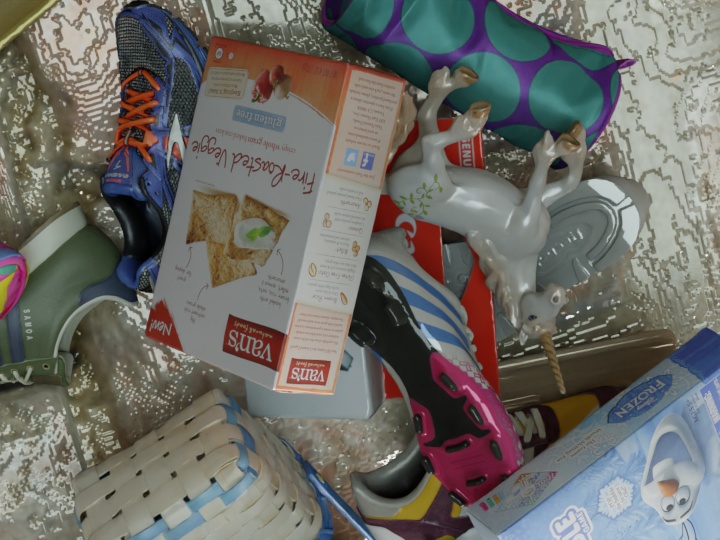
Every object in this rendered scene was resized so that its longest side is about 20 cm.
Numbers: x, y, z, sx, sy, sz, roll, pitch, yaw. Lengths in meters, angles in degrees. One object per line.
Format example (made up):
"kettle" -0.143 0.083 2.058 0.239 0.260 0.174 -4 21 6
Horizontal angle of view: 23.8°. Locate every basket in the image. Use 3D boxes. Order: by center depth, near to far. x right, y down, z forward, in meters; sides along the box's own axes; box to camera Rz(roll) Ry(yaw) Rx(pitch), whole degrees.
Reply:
"basket" -0.088 0.190 1.167 0.176 0.139 0.201 -31 121 1

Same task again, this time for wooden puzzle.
"wooden puzzle" 0.145 0.146 1.225 0.183 0.046 0.202 -11 107 -3

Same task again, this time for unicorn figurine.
"unicorn figurine" 0.086 -0.040 1.095 0.199 0.074 0.138 32 118 6

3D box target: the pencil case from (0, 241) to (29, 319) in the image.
"pencil case" -0.304 -0.033 1.092 0.200 0.088 0.089 41 96 13

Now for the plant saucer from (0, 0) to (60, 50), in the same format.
"plant saucer" -0.290 -0.227 1.104 0.200 0.048 0.200 -38 102 3

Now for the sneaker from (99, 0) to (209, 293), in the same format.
"sneaker" -0.133 -0.076 1.121 0.078 0.075 0.202 -19 105 -42

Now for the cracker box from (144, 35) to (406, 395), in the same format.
"cracker box" -0.056 -0.036 1.068 0.057 0.133 0.202 8 96 -45

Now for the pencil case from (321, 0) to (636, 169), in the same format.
"pencil case" 0.076 -0.152 1.134 0.199 0.085 0.093 31 99 -11

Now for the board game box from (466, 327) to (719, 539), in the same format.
"board game box" 0.190 0.174 1.108 0.198 0.043 0.201 -35 121 -12

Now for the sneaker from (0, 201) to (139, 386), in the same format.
"sneaker" -0.235 0.052 1.154 0.200 0.067 0.090 -43 96 1

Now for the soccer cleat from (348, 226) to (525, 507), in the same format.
"soccer cleat" 0.055 0.060 1.098 0.070 0.086 0.201 -28 98 36

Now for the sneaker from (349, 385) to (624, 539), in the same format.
"sneaker" 0.089 0.124 1.146 0.199 0.075 0.090 -34 116 5

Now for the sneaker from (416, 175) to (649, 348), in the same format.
"sneaker" 0.109 -0.005 1.176 0.199 0.080 0.077 -24 96 21

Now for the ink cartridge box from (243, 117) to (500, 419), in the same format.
"ink cartridge box" 0.000 0.000 1.149 0.172 0.044 0.202 -1 103 20
